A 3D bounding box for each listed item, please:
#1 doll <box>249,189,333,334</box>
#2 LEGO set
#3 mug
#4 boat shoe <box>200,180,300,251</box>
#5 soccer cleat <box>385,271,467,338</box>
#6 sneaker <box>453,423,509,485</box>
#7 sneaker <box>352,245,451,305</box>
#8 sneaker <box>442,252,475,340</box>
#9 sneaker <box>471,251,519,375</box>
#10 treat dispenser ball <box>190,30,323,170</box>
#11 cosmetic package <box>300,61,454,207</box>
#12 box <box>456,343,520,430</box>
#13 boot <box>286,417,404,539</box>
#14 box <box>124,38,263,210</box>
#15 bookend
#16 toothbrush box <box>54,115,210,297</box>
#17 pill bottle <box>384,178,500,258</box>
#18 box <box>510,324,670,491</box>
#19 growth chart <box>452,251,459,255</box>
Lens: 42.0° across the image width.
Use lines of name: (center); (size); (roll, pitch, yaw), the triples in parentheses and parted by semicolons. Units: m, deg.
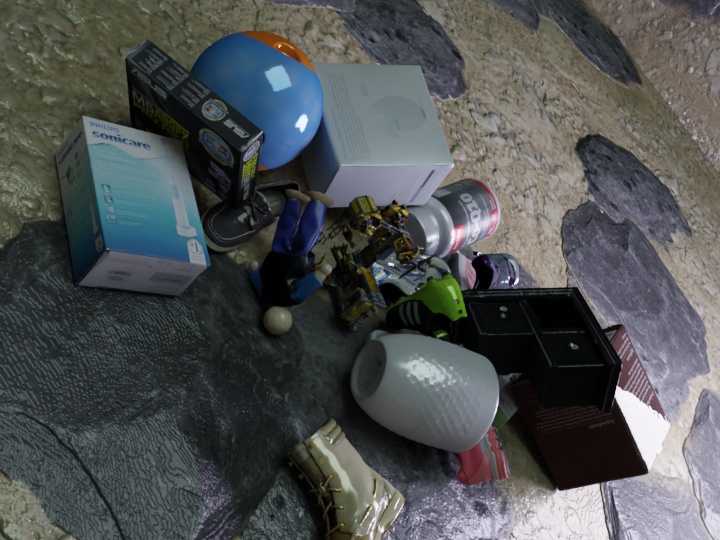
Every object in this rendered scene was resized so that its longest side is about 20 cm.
doll: (-0.093, -0.010, 1.286); (0.048, 0.136, 0.201); (31, 71, -54)
LEGO set: (0.000, 0.000, 1.339); (0.154, 0.200, 0.116); (33, 27, -52)
mug: (0.073, 0.151, 1.336); (0.175, 0.148, 0.200); (22, 20, -29)
boat shoe: (-0.156, -0.087, 1.341); (0.072, 0.065, 0.200); (55, 36, 2)
soccer cleat: (0.093, 0.068, 1.386); (0.067, 0.200, 0.081); (-16, 79, -25)
sneaker: (0.150, 0.224, 1.392); (0.074, 0.087, 0.200); (62, 8, -57)
sneaker: (0.067, 0.021, 1.500); (0.200, 0.077, 0.085); (7, 64, -35)
sneaker: (0.187, 0.059, 1.582); (0.105, 0.075, 0.200); (34, 35, -15)
sneaker: (0.208, 0.069, 1.515); (0.087, 0.074, 0.201); (7, 76, -38)
treat dispenser ball: (-0.155, -0.246, 1.366); (0.201, 0.201, 0.201); (29, 41, -29)
cosmetic package: (0.011, -0.214, 1.486); (0.199, 0.123, 0.200); (-3, 62, -26)
box: (0.212, 0.172, 1.548); (0.145, 0.036, 0.200); (55, 34, 5)
boot: (-0.038, 0.280, 1.143); (0.156, 0.073, 0.200); (51, 34, -2)
box: (-0.222, -0.189, 1.242); (0.200, 0.160, 0.044); (39, 66, 7)
bookend: (0.250, 0.116, 1.384); (0.199, 0.092, 0.199); (-1, 32, -7)
toothbrush box: (-0.286, -0.078, 1.172); (0.146, 0.085, 0.200); (9, 54, -43)
pill bottle: (0.139, -0.083, 1.607); (0.200, 0.114, 0.114); (-23, 77, -43)
box: (0.379, 0.224, 1.541); (0.166, 0.164, 0.200); (-32, 98, -55)
growth chart: (0.118, -0.122, 1.715); (0.200, 0.018, 0.145); (41, 37, -15)
